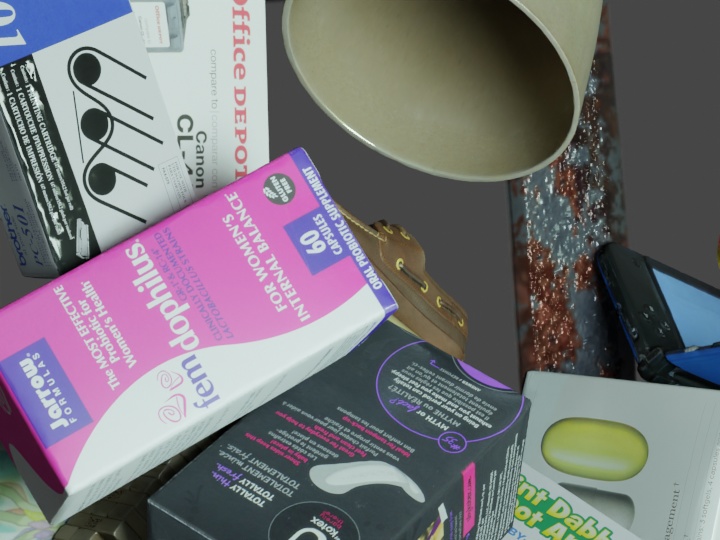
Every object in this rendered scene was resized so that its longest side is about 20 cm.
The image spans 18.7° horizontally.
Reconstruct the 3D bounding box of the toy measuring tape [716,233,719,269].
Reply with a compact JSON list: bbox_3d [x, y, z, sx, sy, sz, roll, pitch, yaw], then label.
[{"bbox_3d":[0.276,-0.043,1.538,0.073,0.073,0.201,25,41,-36],"label":"toy measuring tape"}]

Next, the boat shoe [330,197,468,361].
[{"bbox_3d":[0.001,0.000,1.341,0.200,0.072,0.068,48,59,-36],"label":"boat shoe"}]

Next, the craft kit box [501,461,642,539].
[{"bbox_3d":[0.041,0.179,1.278,0.197,0.199,0.049,-36,147,-41],"label":"craft kit box"}]

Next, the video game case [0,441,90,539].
[{"bbox_3d":[-0.151,0.114,1.255,0.182,0.022,0.201,-40,115,-29],"label":"video game case"}]

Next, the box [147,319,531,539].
[{"bbox_3d":[-0.011,0.134,1.207,0.200,0.122,0.107,-39,146,-40],"label":"box"}]

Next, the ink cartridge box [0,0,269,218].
[{"bbox_3d":[-0.153,-0.103,1.204,0.199,0.085,0.149,-3,93,-36],"label":"ink cartridge box"}]

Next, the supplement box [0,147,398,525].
[{"bbox_3d":[-0.096,0.035,1.140,0.199,0.103,0.102,-30,84,-18],"label":"supplement box"}]

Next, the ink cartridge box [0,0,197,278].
[{"bbox_3d":[-0.159,-0.106,1.119,0.094,0.044,0.201,-27,107,-34],"label":"ink cartridge box"}]

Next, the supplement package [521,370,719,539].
[{"bbox_3d":[0.202,0.177,1.420,0.147,0.199,0.192,19,80,-36],"label":"supplement package"}]

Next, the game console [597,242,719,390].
[{"bbox_3d":[0.282,0.042,1.479,0.199,0.118,0.171,22,36,-37],"label":"game console"}]

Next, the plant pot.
[{"bbox_3d":[0.076,-0.190,1.335,0.187,0.187,0.201,49,50,-29],"label":"plant pot"}]

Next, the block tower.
[{"bbox_3d":[-0.102,0.117,1.245,0.054,0.058,0.200,51,62,-28],"label":"block tower"}]
